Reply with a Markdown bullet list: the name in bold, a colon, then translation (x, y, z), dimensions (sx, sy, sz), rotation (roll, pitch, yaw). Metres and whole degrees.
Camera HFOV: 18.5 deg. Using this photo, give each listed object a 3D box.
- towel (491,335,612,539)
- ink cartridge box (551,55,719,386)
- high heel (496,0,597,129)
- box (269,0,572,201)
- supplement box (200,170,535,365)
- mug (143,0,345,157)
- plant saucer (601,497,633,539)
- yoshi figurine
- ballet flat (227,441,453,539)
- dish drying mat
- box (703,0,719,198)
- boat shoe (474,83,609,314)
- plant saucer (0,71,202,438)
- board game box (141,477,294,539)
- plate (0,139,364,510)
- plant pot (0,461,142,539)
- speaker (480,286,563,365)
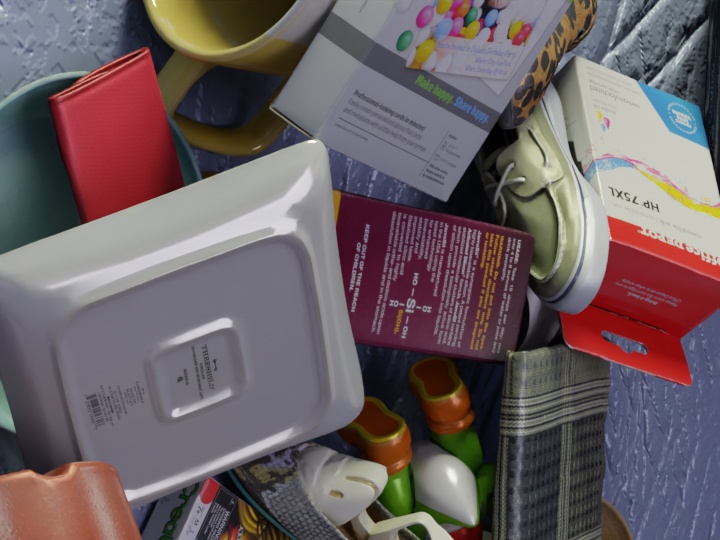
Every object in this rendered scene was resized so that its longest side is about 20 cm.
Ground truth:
- **towel**: translation (0.121, 0.140, 1.434), dimensions (0.200, 0.034, 0.194), rotation (-2, 95, -68)
- **ink cartridge box**: translation (0.181, -0.033, 1.467), dimensions (0.116, 0.067, 0.201), rotation (18, 47, -29)
- **high heel**: translation (0.109, -0.135, 1.429), dimensions (0.200, 0.071, 0.144), rotation (48, 46, -68)
- **box**: translation (0.053, -0.146, 1.213), dimensions (0.201, 0.041, 0.156), rotation (-58, 149, 6)
- **supplement box**: translation (0.000, 0.000, 1.334), dimensions (0.199, 0.110, 0.086), rotation (10, 90, -48)
- **mug**: translation (-0.035, -0.166, 1.262), dimensions (0.153, 0.186, 0.150), rotation (16, 58, -49)
- **plant saucer**: translation (0.130, 0.254, 1.579), dimensions (0.199, 0.035, 0.202), rotation (-10, 104, -46)
- **yoshi figurine**: translation (0.047, 0.154, 1.432), dimensions (0.112, 0.112, 0.201), rotation (-60, 139, -50)
- **ballet flat**: translation (0.006, 0.154, 1.335), dimensions (0.200, 0.072, 0.072), rotation (45, 59, -5)
- **dish drying mat**: translation (-0.121, -0.015, 1.214), dimensions (0.077, 0.018, 0.201), rotation (-33, 119, -40)
- **box**: translation (0.308, -0.117, 1.586), dimensions (0.200, 0.116, 0.198), rotation (-46, 139, -79)
- **boat shoe**: translation (0.105, -0.056, 1.424), dimensions (0.062, 0.072, 0.201), rotation (18, 39, -32)
- **plant saucer**: translation (-0.165, -0.009, 1.205), dimensions (0.199, 0.036, 0.202), rotation (-11, 105, -46)
- **board game box**: translation (-0.106, 0.234, 1.313), dimensions (0.126, 0.034, 0.201), rotation (41, 66, -44)
- **plate**: translation (-0.092, 0.047, 1.178), dimensions (0.199, 0.032, 0.201), rotation (-21, 132, -15)
- **plant pot**: translation (-0.169, 0.210, 1.104), dimensions (0.200, 0.200, 0.197), rotation (-5, 73, -47)
- **speaker**: translation (0.144, 0.006, 1.518), dimensions (0.199, 0.081, 0.082), rotation (-14, 107, -47)
